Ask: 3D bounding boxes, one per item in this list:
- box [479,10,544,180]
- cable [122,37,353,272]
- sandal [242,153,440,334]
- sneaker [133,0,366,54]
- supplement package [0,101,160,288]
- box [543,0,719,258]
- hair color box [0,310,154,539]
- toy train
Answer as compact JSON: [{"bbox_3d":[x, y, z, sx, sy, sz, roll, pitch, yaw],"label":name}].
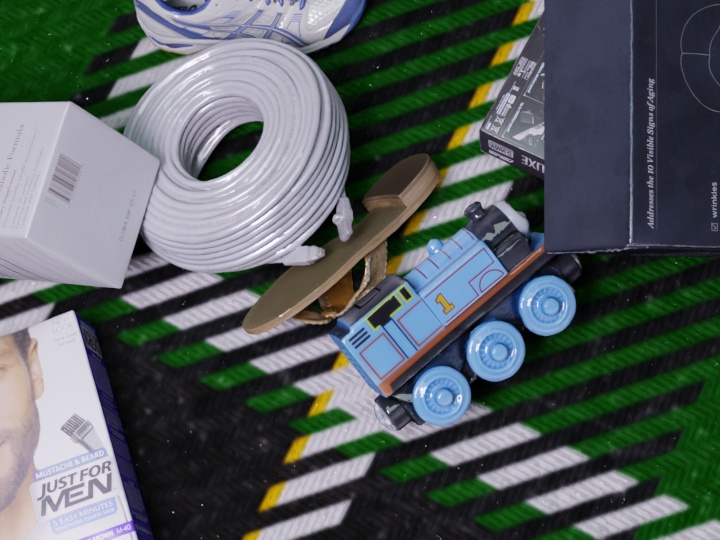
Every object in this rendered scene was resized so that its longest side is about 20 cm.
[{"bbox_3d":[0.210,-0.158,1.196,0.157,0.050,0.201,25,78,13],"label":"box"},{"bbox_3d":[-0.104,-0.093,1.181,0.199,0.069,0.201,-12,59,19],"label":"cable"},{"bbox_3d":[0.003,0.000,1.168,0.212,0.077,0.070,-46,114,-22],"label":"sandal"},{"bbox_3d":[-0.095,-0.228,1.237,0.198,0.088,0.076,-6,71,4],"label":"sneaker"},{"bbox_3d":[-0.278,-0.060,1.159,0.199,0.109,0.115,3,71,35],"label":"supplement package"},{"bbox_3d":[0.247,-0.110,1.078,0.195,0.124,0.202,2,88,-24],"label":"box"},{"bbox_3d":[-0.241,0.146,1.154,0.109,0.065,0.201,-20,70,1],"label":"hair color box"},{"bbox_3d":[0.075,0.032,1.122,0.200,0.087,0.114,-40,100,-5],"label":"toy train"}]
